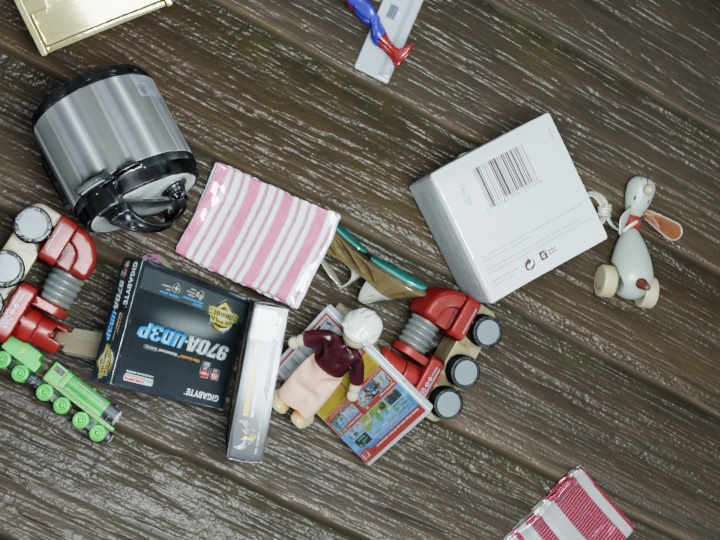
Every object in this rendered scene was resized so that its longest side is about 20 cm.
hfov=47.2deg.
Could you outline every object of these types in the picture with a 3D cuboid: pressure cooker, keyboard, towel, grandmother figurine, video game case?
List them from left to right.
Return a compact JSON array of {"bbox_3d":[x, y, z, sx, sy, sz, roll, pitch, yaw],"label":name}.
[{"bbox_3d":[-0.308,-0.140,1.065,0.175,0.178,0.201,-28,87,-29],"label":"pressure cooker"},{"bbox_3d":[-0.144,-0.050,1.148,0.198,0.030,0.147,24,86,10],"label":"towel"},{"bbox_3d":[-0.043,0.123,1.106,0.121,0.061,0.200,35,118,-15],"label":"grandmother figurine"},{"bbox_3d":[-0.015,0.162,1.149,0.200,0.017,0.143,45,120,2],"label":"video game case"},{"bbox_3d":[0.054,-0.380,1.223,0.056,0.011,0.202,23,85,-3],"label":"keyboard"},{"bbox_3d":[0.309,0.414,1.250,0.200,0.023,0.144,-43,97,-7],"label":"towel"}]

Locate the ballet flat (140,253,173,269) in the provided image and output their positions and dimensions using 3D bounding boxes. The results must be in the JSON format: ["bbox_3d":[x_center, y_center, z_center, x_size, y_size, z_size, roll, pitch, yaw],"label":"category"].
[{"bbox_3d":[-0.273,0.076,1.132,0.068,0.071,0.202,-6,90,-13],"label":"ballet flat"}]

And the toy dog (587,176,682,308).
[{"bbox_3d":[0.414,-0.039,1.234,0.131,0.096,0.202,-11,91,-10],"label":"toy dog"}]

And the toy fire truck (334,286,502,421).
[{"bbox_3d":[0.069,0.091,1.176,0.199,0.129,0.177,32,84,-18],"label":"toy fire truck"}]

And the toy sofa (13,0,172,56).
[{"bbox_3d":[-0.363,-0.372,1.125,0.199,0.098,0.083,-26,118,-9],"label":"toy sofa"}]

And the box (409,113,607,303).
[{"bbox_3d":[0.207,-0.085,1.182,0.198,0.131,0.201,-28,94,-9],"label":"box"}]

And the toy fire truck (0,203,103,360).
[{"bbox_3d":[-0.391,0.032,1.081,0.199,0.128,0.177,33,76,-19],"label":"toy fire truck"}]

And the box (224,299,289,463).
[{"bbox_3d":[-0.142,0.141,1.109,0.048,0.158,0.202,11,88,-10],"label":"box"}]

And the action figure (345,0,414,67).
[{"bbox_3d":[0.015,-0.401,1.184,0.200,0.065,0.099,44,89,-3],"label":"action figure"}]

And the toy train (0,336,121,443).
[{"bbox_3d":[-0.411,0.160,1.126,0.200,0.042,0.057,39,73,-7],"label":"toy train"}]

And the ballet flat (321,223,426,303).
[{"bbox_3d":[0.000,0.000,1.161,0.199,0.068,0.073,35,101,16],"label":"ballet flat"}]

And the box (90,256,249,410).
[{"bbox_3d":[-0.243,0.087,1.080,0.199,0.046,0.161,28,71,-51],"label":"box"}]
